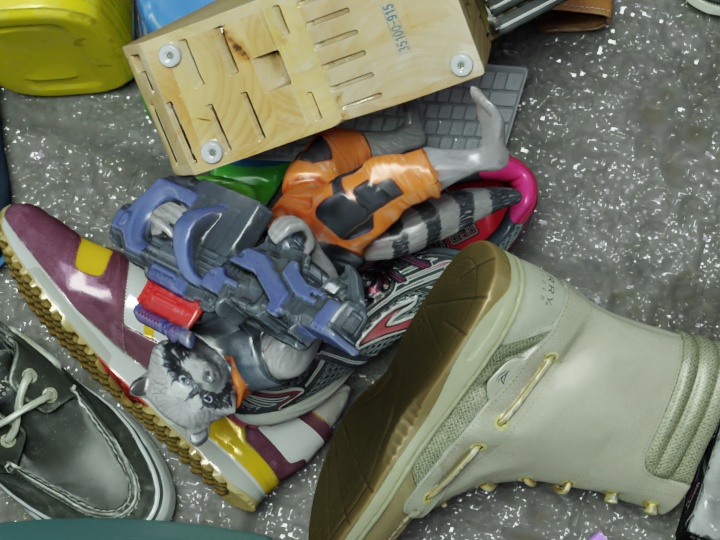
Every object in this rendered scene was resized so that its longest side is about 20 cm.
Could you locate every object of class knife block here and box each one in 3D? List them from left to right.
[{"bbox_3d":[0.007,-0.123,0.850,0.200,0.176,0.064,-19,105,11],"label":"knife block"}]

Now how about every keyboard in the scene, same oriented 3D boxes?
[{"bbox_3d":[-0.001,-0.079,0.890,0.011,0.200,0.056,44,124,43],"label":"keyboard"}]

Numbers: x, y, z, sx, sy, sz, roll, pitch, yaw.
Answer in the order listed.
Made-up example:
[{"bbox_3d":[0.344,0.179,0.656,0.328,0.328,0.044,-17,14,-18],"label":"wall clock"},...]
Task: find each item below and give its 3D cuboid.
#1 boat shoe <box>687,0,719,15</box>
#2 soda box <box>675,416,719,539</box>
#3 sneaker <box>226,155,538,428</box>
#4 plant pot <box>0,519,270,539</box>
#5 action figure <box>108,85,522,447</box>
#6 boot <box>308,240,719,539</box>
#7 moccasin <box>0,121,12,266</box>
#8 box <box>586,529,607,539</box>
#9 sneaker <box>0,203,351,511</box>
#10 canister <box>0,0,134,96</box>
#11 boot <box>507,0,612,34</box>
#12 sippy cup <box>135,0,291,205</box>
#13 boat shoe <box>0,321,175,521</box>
[{"bbox_3d":[0.223,-0.228,0.961,0.072,0.068,0.200,30,83,9],"label":"boat shoe"},{"bbox_3d":[0.257,0.129,0.877,0.200,0.063,0.071,19,80,9],"label":"soda box"},{"bbox_3d":[0.000,0.000,0.885,0.200,0.075,0.081,-37,90,-26],"label":"sneaker"},{"bbox_3d":[-0.130,0.188,0.839,0.199,0.141,0.142,-8,93,-6],"label":"plant pot"},{"bbox_3d":[-0.014,0.002,0.789,0.193,0.105,0.200,-43,33,-7],"label":"action figure"},{"bbox_3d":[0.075,0.091,0.888,0.154,0.072,0.200,20,119,-22],"label":"boot"},{"bbox_3d":[-0.223,-0.097,0.961,0.080,0.068,0.200,-24,74,-1],"label":"moccasin"},{"bbox_3d":[0.082,0.240,0.877,0.200,0.039,0.137,-38,78,-5],"label":"box"},{"bbox_3d":[-0.096,0.026,0.929,0.200,0.075,0.090,45,75,6],"label":"sneaker"},{"bbox_3d":[-0.163,-0.204,0.943,0.086,0.149,0.201,-3,79,4],"label":"canister"},{"bbox_3d":[0.041,-0.199,0.966,0.199,0.074,0.155,-2,81,7],"label":"boot"},{"bbox_3d":[-0.055,-0.128,0.925,0.139,0.130,0.178,-28,76,-3],"label":"sippy cup"},{"bbox_3d":[-0.179,0.068,0.923,0.200,0.064,0.071,37,82,10],"label":"boat shoe"}]
